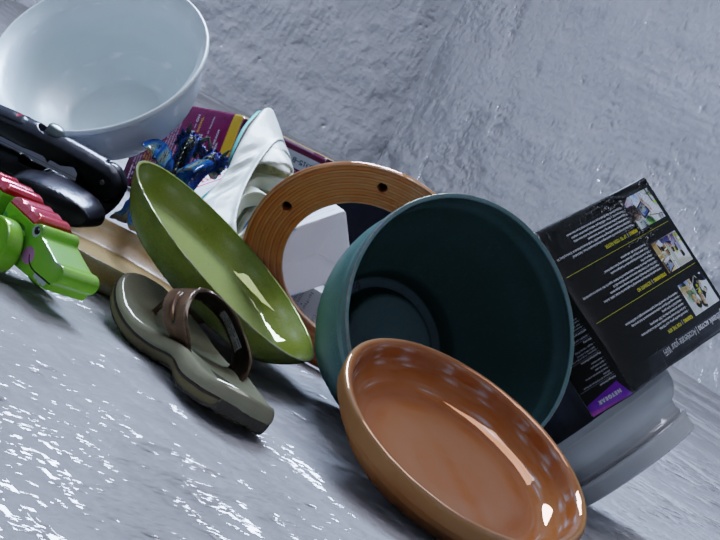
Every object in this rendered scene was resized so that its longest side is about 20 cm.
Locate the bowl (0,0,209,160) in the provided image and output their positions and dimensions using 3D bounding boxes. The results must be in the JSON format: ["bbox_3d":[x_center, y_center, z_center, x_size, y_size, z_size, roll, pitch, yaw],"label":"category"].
[{"bbox_3d":[-0.228,-0.164,1.631,0.201,0.201,0.091,33,-29,30],"label":"bowl"}]

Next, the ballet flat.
[{"bbox_3d":[-0.095,-0.068,1.579,0.069,0.070,0.200,29,44,1],"label":"ballet flat"}]

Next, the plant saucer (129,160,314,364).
[{"bbox_3d":[-0.113,0.001,1.383,0.200,0.031,0.200,48,9,-11],"label":"plant saucer"}]

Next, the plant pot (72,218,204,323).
[{"bbox_3d":[-0.194,-0.008,1.421,0.199,0.028,0.200,28,7,-4],"label":"plant pot"}]

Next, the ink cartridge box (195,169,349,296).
[{"bbox_3d":[-0.106,-0.044,1.667,0.115,0.067,0.200,-20,31,-23],"label":"ink cartridge box"}]

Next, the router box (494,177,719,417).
[{"bbox_3d":[0.213,0.017,1.489,0.200,0.051,0.150,-24,80,-51],"label":"router box"}]

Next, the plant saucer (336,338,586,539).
[{"bbox_3d":[0.065,0.127,1.235,0.200,0.038,0.200,30,25,-15],"label":"plant saucer"}]

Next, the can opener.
[{"bbox_3d":[-0.268,-0.096,1.390,0.199,0.064,0.079,31,7,15],"label":"can opener"}]

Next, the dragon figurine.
[{"bbox_3d":[-0.165,-0.078,1.554,0.059,0.100,0.200,25,5,6],"label":"dragon figurine"}]

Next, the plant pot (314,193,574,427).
[{"bbox_3d":[0.044,0.051,1.391,0.200,0.201,0.134,26,-20,-24],"label":"plant pot"}]

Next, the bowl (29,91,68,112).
[{"bbox_3d":[-0.333,-0.155,1.765,0.199,0.075,0.200,28,6,-16],"label":"bowl"}]

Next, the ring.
[{"bbox_3d":[0.000,0.000,1.482,0.200,0.201,0.019,28,31,-4],"label":"ring"}]

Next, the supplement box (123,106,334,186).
[{"bbox_3d":[-0.142,-0.104,1.914,0.131,0.104,0.200,23,-4,-37],"label":"supplement box"}]

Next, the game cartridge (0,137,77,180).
[{"bbox_3d":[-0.283,-0.094,1.538,0.133,0.042,0.200,31,-5,-11],"label":"game cartridge"}]

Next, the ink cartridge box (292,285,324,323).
[{"bbox_3d":[-0.013,0.040,1.767,0.176,0.045,0.200,28,7,0],"label":"ink cartridge box"}]

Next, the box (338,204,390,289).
[{"bbox_3d":[0.078,-0.001,1.744,0.200,0.105,0.182,27,4,38],"label":"box"}]

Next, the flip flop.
[{"bbox_3d":[-0.108,0.046,1.229,0.081,0.058,0.200,25,8,-33],"label":"flip flop"}]

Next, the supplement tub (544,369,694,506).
[{"bbox_3d":[0.180,0.087,1.556,0.200,0.140,0.140,55,9,5],"label":"supplement tub"}]

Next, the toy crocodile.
[{"bbox_3d":[-0.246,-0.037,1.261,0.067,0.062,0.200,22,10,-46],"label":"toy crocodile"}]
